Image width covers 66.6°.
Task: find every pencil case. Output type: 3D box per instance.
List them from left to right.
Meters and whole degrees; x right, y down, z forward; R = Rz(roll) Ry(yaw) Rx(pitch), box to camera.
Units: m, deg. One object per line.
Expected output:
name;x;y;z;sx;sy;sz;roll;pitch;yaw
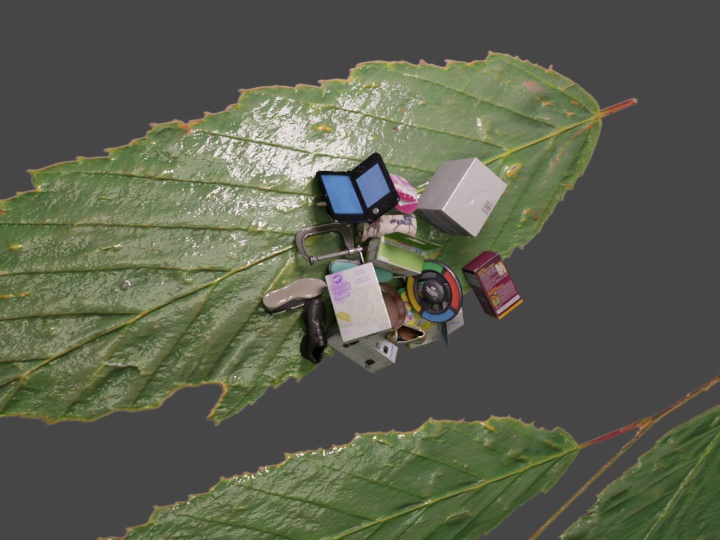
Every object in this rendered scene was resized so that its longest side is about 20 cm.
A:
pencil case;0.080;-0.130;1.682;0.199;0.089;0.078;-4;66;-25

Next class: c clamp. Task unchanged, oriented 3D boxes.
c clamp;-0.089;-0.066;1.624;0.199;0.027;0.172;-8;72;-16

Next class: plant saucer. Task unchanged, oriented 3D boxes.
plant saucer;0.045;0.108;1.671;0.199;0.035;0.201;16;47;-17

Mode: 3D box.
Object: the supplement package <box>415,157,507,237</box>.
supplement package;0.303;-0.224;1.695;0.147;0.200;0.192;36;84;-21

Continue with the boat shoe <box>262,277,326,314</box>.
boat shoe;-0.196;0.079;1.630;0.199;0.073;0.063;-18;145;-23

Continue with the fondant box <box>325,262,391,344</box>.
fondant box;-0.007;0.094;1.572;0.144;0.058;0.201;-17;75;-1

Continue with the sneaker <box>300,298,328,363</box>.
sneaker;-0.127;0.183;1.628;0.076;0.091;0.201;-5;107;-27

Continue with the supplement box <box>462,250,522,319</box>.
supplement box;0.443;0.048;1.840;0.110;0.086;0.200;-35;107;-13

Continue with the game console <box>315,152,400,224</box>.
game console;-0.009;-0.241;1.566;0.170;0.201;0.118;-35;148;23

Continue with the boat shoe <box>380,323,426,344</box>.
boat shoe;0.107;0.192;1.706;0.199;0.068;0.075;0;75;4

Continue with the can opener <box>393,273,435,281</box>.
can opener;0.141;0.000;1.739;0.199;0.053;0.067;-5;99;-21

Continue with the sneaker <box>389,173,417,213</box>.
sneaker;0.091;-0.256;1.682;0.200;0.088;0.081;34;125;-5

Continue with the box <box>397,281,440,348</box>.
box;0.183;0.140;1.775;0.117;0.048;0.201;-15;103;-17

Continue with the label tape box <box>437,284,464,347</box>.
label tape box;0.286;0.126;1.754;0.063;0.144;0.201;-10;101;2

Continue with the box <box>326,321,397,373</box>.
box;0.002;0.226;1.674;0.200;0.117;0.060;35;45;-20

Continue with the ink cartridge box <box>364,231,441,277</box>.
ink cartridge box;0.118;-0.045;1.564;0.147;0.200;0.076;18;79;-18

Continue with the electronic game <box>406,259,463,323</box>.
electronic game;0.222;0.064;1.661;0.042;0.199;0.201;-20;105;-46

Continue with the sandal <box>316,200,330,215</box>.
sandal;-0.030;-0.179;1.640;0.206;0.079;0.060;0;96;-23

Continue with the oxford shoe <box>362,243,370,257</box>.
oxford shoe;0.102;-0.059;1.707;0.199;0.075;0.071;7;83;-20

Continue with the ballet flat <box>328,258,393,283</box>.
ballet flat;0.000;0.000;1.673;0.199;0.072;0.072;8;94;-10
